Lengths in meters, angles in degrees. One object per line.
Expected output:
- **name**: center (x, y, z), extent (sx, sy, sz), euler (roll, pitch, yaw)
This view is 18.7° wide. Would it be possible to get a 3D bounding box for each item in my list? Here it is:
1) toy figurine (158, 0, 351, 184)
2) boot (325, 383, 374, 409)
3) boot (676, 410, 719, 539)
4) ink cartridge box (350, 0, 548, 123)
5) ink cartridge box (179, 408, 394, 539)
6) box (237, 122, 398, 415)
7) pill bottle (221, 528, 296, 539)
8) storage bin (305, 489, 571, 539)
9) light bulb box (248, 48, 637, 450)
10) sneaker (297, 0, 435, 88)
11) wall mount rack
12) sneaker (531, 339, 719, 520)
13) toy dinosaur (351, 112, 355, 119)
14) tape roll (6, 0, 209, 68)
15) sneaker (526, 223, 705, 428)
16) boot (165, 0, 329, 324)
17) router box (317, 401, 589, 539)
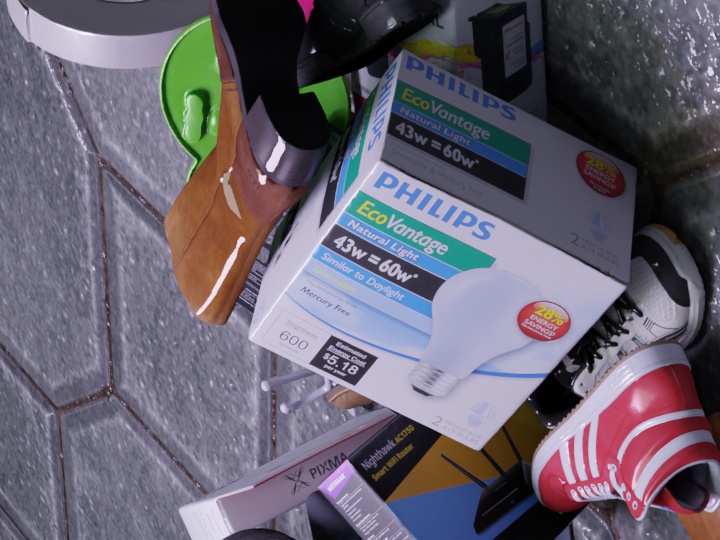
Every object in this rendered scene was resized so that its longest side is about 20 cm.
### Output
- **toy figurine**: center (-0.069, -0.155, 1.741), extent (0.149, 0.184, 0.201), euler (14, 124, 3)
- **boot**: center (0.047, 0.095, 1.808), extent (0.200, 0.074, 0.076), euler (-22, 102, 48)
- **boot**: center (0.290, 0.190, 1.515), extent (0.188, 0.068, 0.201), euler (132, 120, -66)
- **ink cartridge box**: center (0.059, -0.172, 1.595), extent (0.146, 0.083, 0.201), euler (32, 137, 48)
- **ink cartridge box**: center (-0.038, 0.173, 1.895), extent (0.173, 0.199, 0.044), euler (-23, 92, 63)
- **box**: center (0.000, 0.000, 1.685), extent (0.200, 0.044, 0.160), euler (35, 124, -9)
- **pill bottle**: center (-0.077, 0.265, 1.756), extent (0.200, 0.110, 0.111), euler (175, 73, -79)
- **storage bin**: center (0.051, 0.210, 1.790), extent (0.134, 0.199, 0.146), euler (36, 141, 58)
- **light bulb box**: center (0.058, -0.011, 1.525), extent (0.197, 0.125, 0.200), euler (25, 131, -13)
- **sneaker**: center (-0.004, -0.204, 1.536), extent (0.200, 0.060, 0.105), euler (-25, 86, 58)
- **wall mount rack**: center (-0.077, 0.053, 1.970), extent (0.201, 0.074, 0.174), euler (60, 175, 13)
- **sneaker**: center (0.189, 0.148, 1.552), extent (0.200, 0.071, 0.113), euler (-60, 43, 49)
- **toy dinosaur**: center (0.011, -0.090, 1.741), extent (0.181, 0.105, 0.201), euler (-12, 80, 37)
- **tape roll**: center (-0.203, -0.245, 1.870), extent (0.203, 0.202, 0.037), euler (45, 146, 34)
- **sneaker**: center (0.177, 0.050, 1.551), extent (0.076, 0.087, 0.200), euler (52, 148, 26)
- **boot**: center (-0.091, -0.092, 1.564), extent (0.189, 0.068, 0.200), euler (65, 144, 27)
- **router box**: center (0.081, 0.161, 1.648), extent (0.149, 0.200, 0.051), euler (48, 133, 5)
